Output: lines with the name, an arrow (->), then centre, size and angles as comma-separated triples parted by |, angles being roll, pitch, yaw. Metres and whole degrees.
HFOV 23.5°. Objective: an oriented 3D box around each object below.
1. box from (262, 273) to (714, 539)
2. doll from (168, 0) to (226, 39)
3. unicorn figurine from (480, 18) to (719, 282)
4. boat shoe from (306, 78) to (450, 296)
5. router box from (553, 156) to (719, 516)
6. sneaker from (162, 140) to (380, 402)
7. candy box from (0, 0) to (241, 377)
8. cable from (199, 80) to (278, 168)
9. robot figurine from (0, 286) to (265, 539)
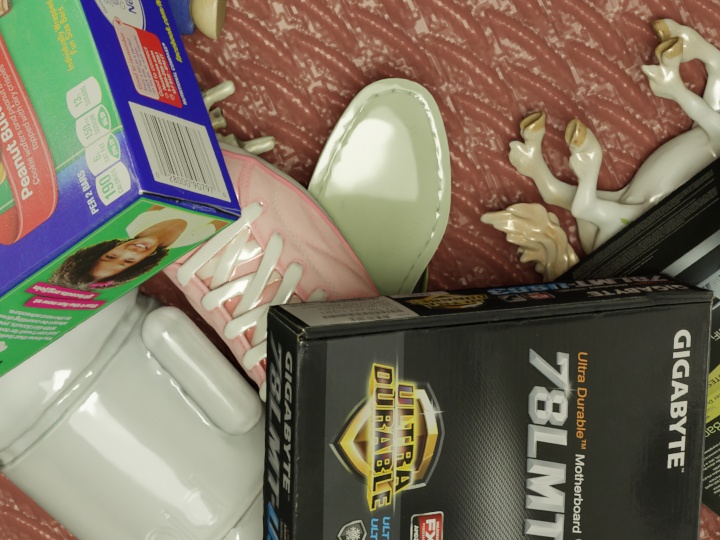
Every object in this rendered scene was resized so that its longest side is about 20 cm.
box -> 0.056, 0.108, 0.756 | 0.197, 0.050, 0.202 | -3, 104, -20
doll -> -0.162, -0.163, 0.825 | 0.198, 0.049, 0.138 | 6, 112, 1
unicorn figurine -> 0.169, -0.051, 0.869 | 0.199, 0.074, 0.138 | -30, 113, 18
boat shoe -> 0.000, 0.000, 0.868 | 0.071, 0.061, 0.203 | 8, 103, -6
router box -> 0.204, 0.020, 0.840 | 0.157, 0.052, 0.200 | 38, 120, -25
sneaker -> -0.028, 0.024, 0.788 | 0.075, 0.105, 0.200 | -41, 101, 9
candy box -> -0.169, -0.051, 0.766 | 0.199, 0.077, 0.170 | -33, 66, 26
cable -> -0.140, -0.038, 0.846 | 0.199, 0.050, 0.097 | -28, 136, -1
robot figurine -> -0.116, 0.076, 0.851 | 0.200, 0.113, 0.169 | 43, 130, -11
